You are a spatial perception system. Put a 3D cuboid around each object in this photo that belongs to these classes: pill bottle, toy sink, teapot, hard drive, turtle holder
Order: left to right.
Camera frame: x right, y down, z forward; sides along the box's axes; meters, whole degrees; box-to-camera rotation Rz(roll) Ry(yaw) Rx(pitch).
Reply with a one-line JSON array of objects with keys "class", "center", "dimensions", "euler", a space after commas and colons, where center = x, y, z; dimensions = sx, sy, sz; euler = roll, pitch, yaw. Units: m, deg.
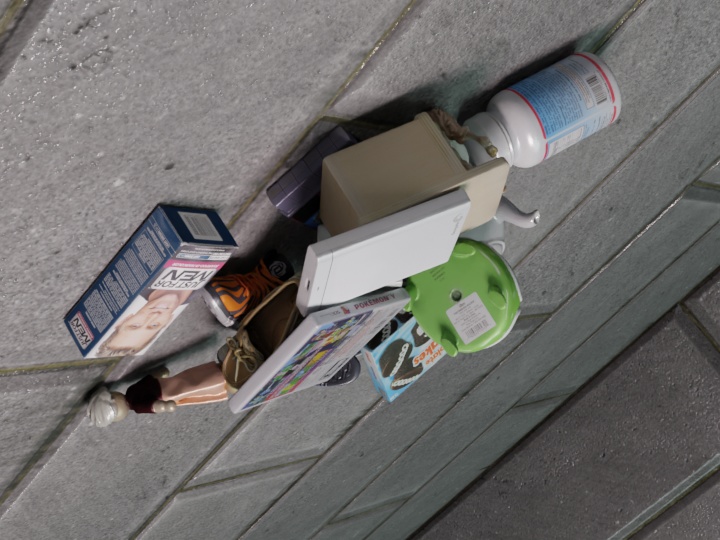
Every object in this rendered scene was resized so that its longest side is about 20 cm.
[{"class": "hard drive", "center": [0.026, -0.019, 1.250], "dimensions": [0.199, 0.027, 0.132], "euler": [-21, 155, -22]}, {"class": "toy sink", "center": [0.060, -0.101, 1.305], "dimensions": [0.199, 0.112, 0.131], "euler": [-24, 156, -15]}, {"class": "teapot", "center": [0.140, -0.030, 1.599], "dimensions": [0.197, 0.146, 0.200], "euler": [-27, 158, -20]}, {"class": "turtle holder", "center": [0.126, 0.020, 1.412], "dimensions": [0.132, 0.185, 0.141], "euler": [-10, 127, -64]}, {"class": "pill bottle", "center": [0.239, -0.205, 1.440], "dimensions": [0.199, 0.109, 0.109], "euler": [-28, 157, -17]}]

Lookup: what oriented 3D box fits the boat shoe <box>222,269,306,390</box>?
[{"class": "boat shoe", "center": [-0.118, 0.074, 1.340], "dimensions": [0.200, 0.073, 0.063], "euler": [-53, 160, 23]}]

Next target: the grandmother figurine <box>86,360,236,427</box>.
[{"class": "grandmother figurine", "center": [-0.271, 0.168, 1.465], "dimensions": [0.199, 0.061, 0.121], "euler": [-14, -170, -12]}]

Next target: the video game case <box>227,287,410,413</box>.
[{"class": "video game case", "center": [-0.052, 0.099, 1.355], "dimensions": [0.182, 0.023, 0.200], "euler": [-14, 155, -49]}]

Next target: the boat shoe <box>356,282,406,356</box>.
[{"class": "boat shoe", "center": [0.026, 0.085, 1.723], "dimensions": [0.200, 0.075, 0.062], "euler": [-30, -162, 34]}]

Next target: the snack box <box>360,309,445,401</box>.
[{"class": "snack box", "center": [0.091, 0.080, 1.511], "dimensions": [0.200, 0.037, 0.116], "euler": [-39, 138, -17]}]

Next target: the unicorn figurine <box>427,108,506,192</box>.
[{"class": "unicorn figurine", "center": [0.120, -0.136, 1.413], "dimensions": [0.074, 0.137, 0.201], "euler": [-34, 141, -30]}]

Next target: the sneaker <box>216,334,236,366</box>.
[{"class": "sneaker", "center": [-0.134, 0.094, 1.493], "dimensions": [0.093, 0.070, 0.200], "euler": [-46, -176, 12]}]

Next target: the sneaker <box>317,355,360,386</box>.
[{"class": "sneaker", "center": [-0.090, 0.140, 1.619], "dimensions": [0.199, 0.066, 0.078], "euler": [0, 173, 17]}]

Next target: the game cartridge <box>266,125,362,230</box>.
[{"class": "game cartridge", "center": [-0.025, -0.104, 1.363], "dimensions": [0.130, 0.038, 0.200], "euler": [-45, 157, 11]}]

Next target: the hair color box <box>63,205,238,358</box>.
[{"class": "hair color box", "center": [-0.242, 0.016, 1.248], "dimensions": [0.200, 0.061, 0.100], "euler": [-45, 156, 24]}]

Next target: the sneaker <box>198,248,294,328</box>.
[{"class": "sneaker", "center": [-0.144, 0.014, 1.388], "dimensions": [0.112, 0.078, 0.200], "euler": [-40, 169, 1]}]

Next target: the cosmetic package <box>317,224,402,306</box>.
[{"class": "cosmetic package", "center": [0.000, 0.000, 1.442], "dimensions": [0.112, 0.082, 0.200], "euler": [0, 169, -1]}]
